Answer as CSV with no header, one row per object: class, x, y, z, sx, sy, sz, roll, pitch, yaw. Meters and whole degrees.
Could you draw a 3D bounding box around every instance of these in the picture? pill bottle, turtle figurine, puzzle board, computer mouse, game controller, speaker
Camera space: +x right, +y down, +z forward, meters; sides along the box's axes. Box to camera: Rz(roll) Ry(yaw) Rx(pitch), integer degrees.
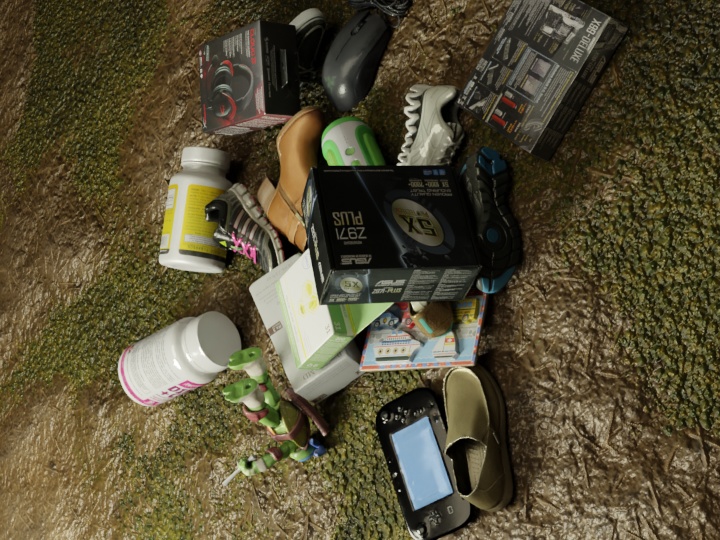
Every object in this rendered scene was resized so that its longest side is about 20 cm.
pill bottle,-0.271,-0.102,1.806,0.111,0.111,0.200,2,82,43
pill bottle,-0.297,0.144,1.774,0.200,0.113,0.114,-26,64,36
turtle figurine,-0.161,0.218,1.571,0.200,0.194,0.144,11,48,36
puzzle board,0.087,0.063,1.479,0.200,0.017,0.151,-8,59,42
computer mouse,-0.013,-0.348,1.666,0.138,0.053,0.200,25,98,42
game controller,0.086,0.260,1.446,0.104,0.042,0.200,-36,59,31
speaker,0.005,-0.131,1.569,0.088,0.088,0.200,-43,48,27

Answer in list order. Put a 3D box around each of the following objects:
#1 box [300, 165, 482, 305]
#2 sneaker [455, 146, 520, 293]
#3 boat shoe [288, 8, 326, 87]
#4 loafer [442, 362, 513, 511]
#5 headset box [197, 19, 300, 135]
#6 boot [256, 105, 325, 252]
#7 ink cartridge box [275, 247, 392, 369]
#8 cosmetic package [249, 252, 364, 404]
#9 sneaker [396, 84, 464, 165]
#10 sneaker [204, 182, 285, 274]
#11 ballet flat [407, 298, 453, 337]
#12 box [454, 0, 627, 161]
box,0.036,-0.047,1.391,0.086,0.200,0.164,112,152,-54
sneaker,0.162,-0.061,1.442,0.082,0.073,0.200,-29,55,53
boat shoe,-0.104,-0.327,1.743,0.071,0.072,0.200,53,127,28
loafer,0.146,0.208,1.385,0.076,0.067,0.200,-30,62,34
headset box,-0.172,-0.304,1.710,0.200,0.075,0.149,-5,88,49
boot,-0.080,-0.138,1.662,0.200,0.077,0.155,-57,49,19
ink cartridge box,-0.036,0.028,1.482,0.200,0.048,0.146,-45,50,41
cosmetic package,-0.079,0.085,1.599,0.102,0.074,0.200,-35,56,10
sneaker,0.102,-0.168,1.513,0.081,0.075,0.200,0,81,33
sneaker,-0.186,-0.050,1.713,0.200,0.087,0.074,56,159,28
ballet flat,0.078,0.000,1.462,0.068,0.072,0.200,-30,47,28
box,0.235,-0.269,1.423,0.158,0.050,0.200,41,108,40
